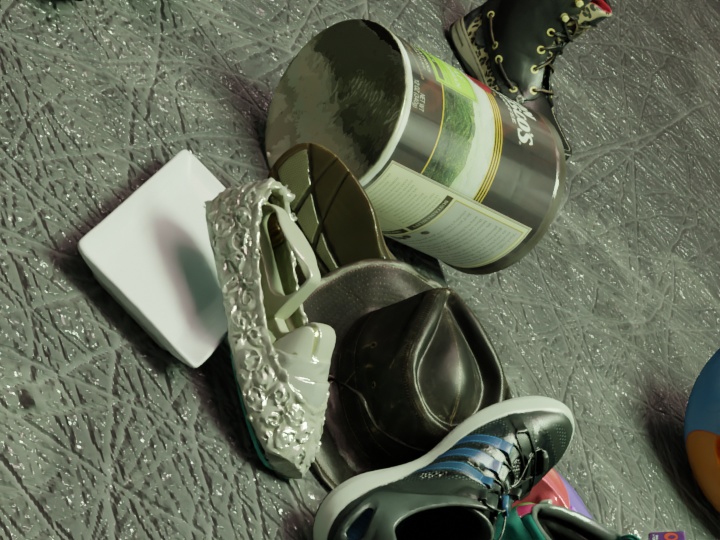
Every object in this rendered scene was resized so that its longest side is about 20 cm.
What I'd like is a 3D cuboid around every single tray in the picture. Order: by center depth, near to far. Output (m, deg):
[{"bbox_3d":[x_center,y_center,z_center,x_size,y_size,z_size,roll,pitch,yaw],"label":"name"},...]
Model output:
[{"bbox_3d":[-0.116,-0.008,1.185,0.107,0.022,0.200,47,25,-6],"label":"tray"}]

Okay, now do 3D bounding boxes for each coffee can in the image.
[{"bbox_3d":[0.045,-0.093,1.425,0.200,0.146,0.147,22,36,-44],"label":"coffee can"}]

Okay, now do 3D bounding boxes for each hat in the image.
[{"bbox_3d":[0.042,0.067,1.198,0.200,0.081,0.201,15,55,-23],"label":"hat"}]

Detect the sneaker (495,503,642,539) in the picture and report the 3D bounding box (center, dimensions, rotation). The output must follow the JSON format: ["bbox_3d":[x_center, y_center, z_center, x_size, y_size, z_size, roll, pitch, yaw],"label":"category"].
[{"bbox_3d":[0.146,0.227,1.165,0.200,0.121,0.084,49,25,-1],"label":"sneaker"}]

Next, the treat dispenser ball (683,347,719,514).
[{"bbox_3d":[0.384,0.142,1.584,0.201,0.201,0.201,38,27,-23],"label":"treat dispenser ball"}]

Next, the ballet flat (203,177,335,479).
[{"bbox_3d":[-0.052,0.029,1.144,0.072,0.072,0.201,14,54,-51],"label":"ballet flat"}]

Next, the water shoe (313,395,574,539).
[{"bbox_3d":[0.067,0.146,1.122,0.200,0.072,0.079,-24,36,-27],"label":"water shoe"}]

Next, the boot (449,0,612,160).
[{"bbox_3d":[0.191,-0.219,1.836,0.073,0.151,0.200,13,43,-52],"label":"boot"}]

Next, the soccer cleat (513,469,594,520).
[{"bbox_3d":[0.164,0.212,1.289,0.200,0.067,0.076,51,20,11],"label":"soccer cleat"}]

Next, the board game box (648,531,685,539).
[{"bbox_3d":[0.205,0.282,1.158,0.120,0.032,0.201,-88,170,-60],"label":"board game box"}]

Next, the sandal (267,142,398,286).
[{"bbox_3d":[0.000,0.000,1.307,0.200,0.082,0.055,50,5,-3],"label":"sandal"}]

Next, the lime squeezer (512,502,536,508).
[{"bbox_3d":[0.121,0.204,1.229,0.200,0.038,0.071,48,50,-5],"label":"lime squeezer"}]
